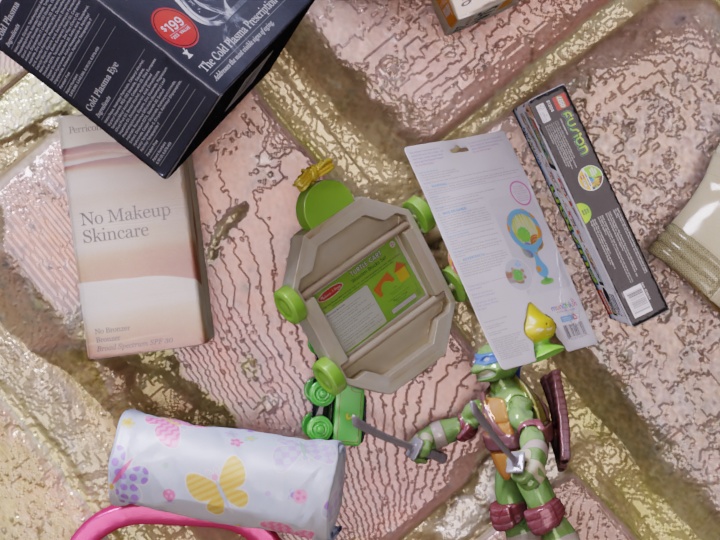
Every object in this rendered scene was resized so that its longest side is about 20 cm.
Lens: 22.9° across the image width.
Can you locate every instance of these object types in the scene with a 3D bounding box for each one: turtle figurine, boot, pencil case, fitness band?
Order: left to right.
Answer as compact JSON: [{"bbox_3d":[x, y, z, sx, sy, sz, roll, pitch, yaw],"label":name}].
[{"bbox_3d":[-0.157,0.267,1.511,0.199,0.037,0.144,3,92,-2],"label":"fitness band"},{"bbox_3d":[-0.109,0.167,1.474,0.199,0.091,0.083,8,101,3],"label":"pencil case"},{"bbox_3d":[0.099,0.171,1.459,0.144,0.200,0.194,-17,99,28],"label":"turtle figurine"},{"bbox_3d":[0.358,-0.017,1.492,0.200,0.073,0.156,35,91,0],"label":"boot"}]

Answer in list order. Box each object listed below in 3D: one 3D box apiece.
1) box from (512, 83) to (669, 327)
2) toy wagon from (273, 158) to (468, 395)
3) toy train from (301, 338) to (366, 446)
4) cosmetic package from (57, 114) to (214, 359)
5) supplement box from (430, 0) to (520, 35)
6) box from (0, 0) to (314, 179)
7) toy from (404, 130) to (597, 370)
[{"bbox_3d":[0.188,-0.053,1.469,0.035,0.110,0.200,-25,93,0],"label":"box"},{"bbox_3d":[0.000,0.000,1.469,0.155,0.040,0.200,-35,105,-24],"label":"toy wagon"},{"bbox_3d":[-0.015,0.053,1.506,0.056,0.042,0.201,4,92,-11],"label":"toy train"},{"bbox_3d":[-0.185,-0.033,1.474,0.103,0.087,0.201,-8,92,0],"label":"cosmetic package"},{"bbox_3d":[0.066,-0.301,1.450,0.073,0.126,0.200,-24,91,-1],"label":"supplement box"},{"bbox_3d":[-0.160,-0.204,1.405,0.182,0.200,0.104,37,130,-2],"label":"box"},{"bbox_3d":[0.108,-0.013,1.475,0.115,0.047,0.200,-12,70,-39],"label":"toy"}]
